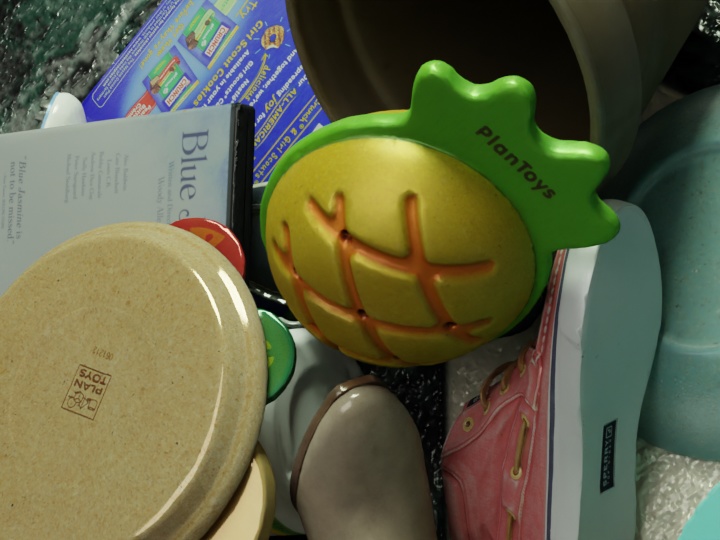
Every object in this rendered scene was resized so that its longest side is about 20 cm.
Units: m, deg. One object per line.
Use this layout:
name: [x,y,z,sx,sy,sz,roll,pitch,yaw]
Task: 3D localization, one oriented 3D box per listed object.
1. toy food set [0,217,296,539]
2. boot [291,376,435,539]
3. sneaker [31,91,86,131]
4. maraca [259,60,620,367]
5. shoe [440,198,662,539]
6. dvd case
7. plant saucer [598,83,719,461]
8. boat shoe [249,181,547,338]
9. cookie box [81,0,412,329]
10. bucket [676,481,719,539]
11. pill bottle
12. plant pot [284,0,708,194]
toy food set: [-0.124,0.066,0.803,0.199,0.049,0.199,-2,71,29]
boot: [0.023,0.168,0.764,0.070,0.201,0.147,-16,46,-12]
sneaker: [-0.171,-0.013,0.994,0.072,0.072,0.201,-2,103,5]
maraca: [0.031,-0.023,0.735,0.200,0.137,0.107,-36,23,47]
shoe: [0.089,0.060,0.787,0.091,0.071,0.201,13,106,41]
dvd case: [-0.140,-0.013,0.887,0.199,0.018,0.144,-3,83,37]
plant saucer: [0.181,-0.007,0.792,0.200,0.039,0.202,-11,69,31]
boat shoe: [0.000,0.000,0.851,0.199,0.062,0.075,15,106,7]
cookie box: [-0.060,-0.089,0.964,0.171,0.075,0.200,-49,54,12]
bucket: [0.225,0.160,0.646,0.206,0.135,0.208,-12,69,32]
pill bottle: [-0.101,0.098,0.908,0.199,0.111,0.112,-9,70,33]
plant pot: [0.089,-0.143,0.800,0.199,0.201,0.173,24,51,38]
